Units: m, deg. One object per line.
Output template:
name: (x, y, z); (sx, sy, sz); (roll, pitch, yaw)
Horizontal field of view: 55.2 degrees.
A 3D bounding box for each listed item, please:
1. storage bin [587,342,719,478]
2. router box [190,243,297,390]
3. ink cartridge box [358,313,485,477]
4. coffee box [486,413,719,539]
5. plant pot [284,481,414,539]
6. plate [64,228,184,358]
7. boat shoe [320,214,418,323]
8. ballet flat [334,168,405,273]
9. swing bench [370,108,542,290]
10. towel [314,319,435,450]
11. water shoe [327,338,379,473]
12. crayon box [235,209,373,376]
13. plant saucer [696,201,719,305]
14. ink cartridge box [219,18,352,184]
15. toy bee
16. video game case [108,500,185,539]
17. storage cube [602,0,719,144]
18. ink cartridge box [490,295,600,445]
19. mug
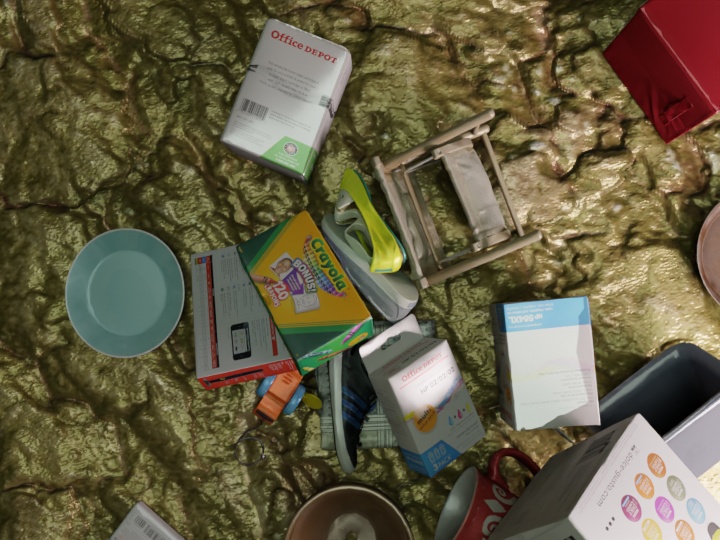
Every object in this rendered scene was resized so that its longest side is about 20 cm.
storage bin: (0.449, 0.227, 1.009); (0.198, 0.146, 0.136); (-36, 113, 0)
router box: (-0.156, 0.056, 1.016); (0.174, 0.049, 0.205); (-11, 61, 1)
ink cartridge box: (0.090, 0.179, 1.011); (0.114, 0.067, 0.204); (-29, 100, -24)
coffee box: (0.317, 0.347, 0.876); (0.198, 0.201, 0.199); (-35, 79, -36)
plant pot: (-0.015, 0.414, 1.029); (0.194, 0.093, 0.207); (0, 87, 3)
plate: (-0.372, 0.036, 1.099); (0.194, 0.026, 0.207); (0, 86, 2)
boat shoe: (0.001, 0.000, 1.059); (0.201, 0.070, 0.072); (46, 122, 16)
ballet flat: (-0.002, -0.075, 1.031); (0.065, 0.068, 0.202); (-18, 57, -18)
swing bench: (0.139, -0.101, 1.036); (0.195, 0.130, 0.204); (-21, 87, 6)
towel: (0.024, 0.177, 1.076); (0.194, 0.035, 0.199); (-3, 90, 0)
water shoe: (-0.006, 0.197, 1.024); (0.076, 0.071, 0.206); (-5, 91, -3)
crayon box: (-0.079, 0.028, 0.960); (0.117, 0.059, 0.202); (-28, 63, -11)
plant saucer: (0.607, -0.023, 1.055); (0.194, 0.034, 0.207); (0, 87, 2)
ink cartridge box: (-0.111, -0.261, 1.073); (0.143, 0.084, 0.205); (22, 88, 3)
toy bee: (-0.133, 0.182, 1.039); (0.198, 0.109, 0.132); (-36, 90, -19)
video game case: (-0.327, 0.498, 1.073); (0.199, 0.024, 0.183); (38, 89, 3)
storage cube: (0.494, -0.327, 1.007); (0.198, 0.171, 0.182); (-35, 86, 0)
ink cartridge box: (0.268, 0.146, 1.013); (0.121, 0.129, 0.206); (-4, 86, 3)
mug: (0.232, 0.377, 1.001); (0.197, 0.133, 0.181); (29, 98, 0)
